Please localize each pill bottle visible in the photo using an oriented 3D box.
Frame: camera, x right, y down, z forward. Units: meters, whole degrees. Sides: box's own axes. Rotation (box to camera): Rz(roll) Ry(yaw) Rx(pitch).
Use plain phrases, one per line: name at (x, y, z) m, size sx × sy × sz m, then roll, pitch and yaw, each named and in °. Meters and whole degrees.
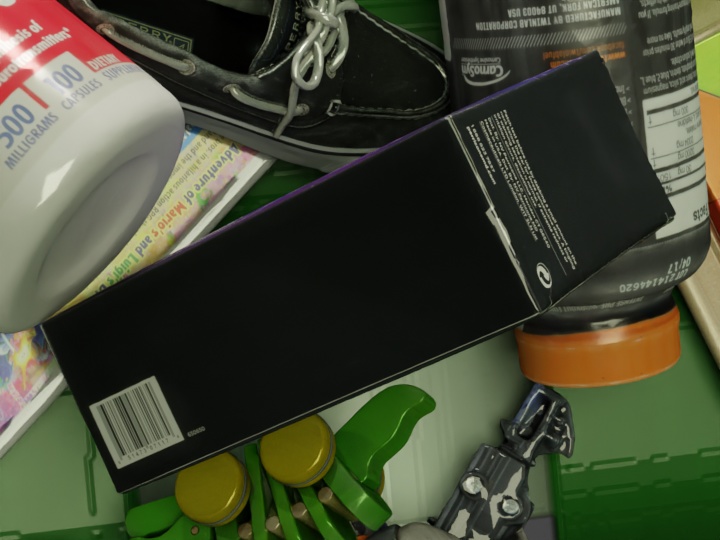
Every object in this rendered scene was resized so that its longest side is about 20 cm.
pill bottle at (-0.174, -0.078, 0.730) m, size 0.200 × 0.112 × 0.112 m, roll 38°, pitch 82°, yaw 9°
pill bottle at (0.092, -0.055, 0.813) m, size 0.105 × 0.106 × 0.202 m, roll -9°, pitch 102°, yaw -11°

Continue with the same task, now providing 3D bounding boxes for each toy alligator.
toy alligator at (-0.053, 0.108, 0.783) m, size 0.199 × 0.059 × 0.055 m, roll -26°, pitch 59°, yaw 13°

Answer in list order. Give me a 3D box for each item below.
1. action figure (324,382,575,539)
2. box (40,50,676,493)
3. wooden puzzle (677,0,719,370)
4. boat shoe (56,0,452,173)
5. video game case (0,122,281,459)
action figure at (0.057, 0.135, 0.802) m, size 0.192 × 0.105 × 0.201 m, roll 20°, pitch 79°, yaw 18°
box at (0.000, 0.000, 0.735) m, size 0.199 × 0.141 × 0.079 m, roll -25°, pitch 90°, yaw 31°
wooden puzzle at (0.214, -0.057, 0.881) m, size 0.184 × 0.037 × 0.201 m, roll -27°, pitch 94°, yaw -11°
boat shoe at (-0.034, -0.094, 0.799) m, size 0.198 × 0.068 × 0.074 m, roll 16°, pitch 67°, yaw -22°
video game case at (-0.158, -0.048, 0.813) m, size 0.182 × 0.024 × 0.200 m, roll 44°, pitch 80°, yaw -8°
